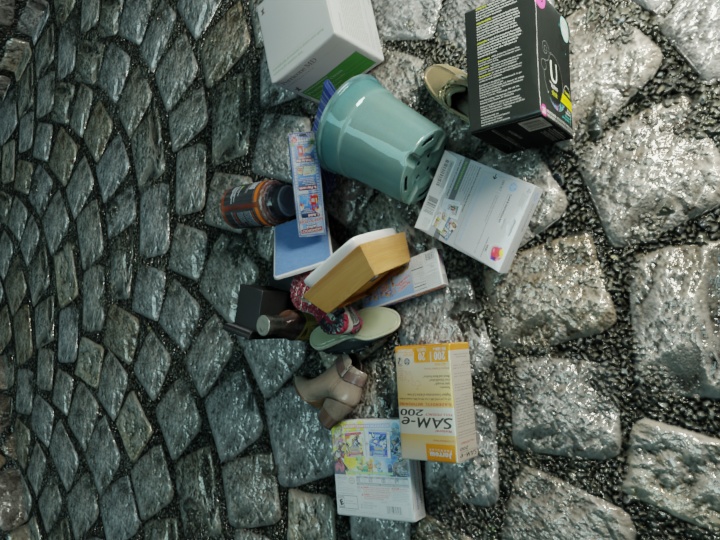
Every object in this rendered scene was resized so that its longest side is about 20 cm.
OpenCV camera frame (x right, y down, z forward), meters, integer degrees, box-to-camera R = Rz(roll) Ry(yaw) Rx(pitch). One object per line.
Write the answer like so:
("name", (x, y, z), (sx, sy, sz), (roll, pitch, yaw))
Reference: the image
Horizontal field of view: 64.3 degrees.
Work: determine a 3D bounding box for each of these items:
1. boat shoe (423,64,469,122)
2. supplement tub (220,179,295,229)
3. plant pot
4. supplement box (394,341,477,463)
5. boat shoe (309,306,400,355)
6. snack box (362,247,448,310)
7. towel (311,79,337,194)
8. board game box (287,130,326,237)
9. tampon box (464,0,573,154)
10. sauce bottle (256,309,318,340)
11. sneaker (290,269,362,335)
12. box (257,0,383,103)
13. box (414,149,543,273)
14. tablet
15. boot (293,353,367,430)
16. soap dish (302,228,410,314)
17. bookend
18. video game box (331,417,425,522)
("boat shoe", (0.179, -0.326, 1.057), (0.073, 0.064, 0.201), (-53, 57, 23))
("supplement tub", (-0.236, -0.156, 1.363), (0.197, 0.106, 0.110), (-1, 86, 40))
("plant pot", (0.051, -0.238, 1.088), (0.195, 0.199, 0.203), (34, 107, 27))
("supplement box", (0.135, 0.236, 1.040), (0.124, 0.073, 0.205), (-10, 80, 39))
("boat shoe", (-0.003, 0.133, 1.168), (0.195, 0.066, 0.076), (-20, 50, 13))
("snack box", (0.081, 0.022, 1.135), (0.197, 0.024, 0.074), (-22, 72, 37))
("towel", (-0.072, -0.287, 1.239), (0.146, 0.023, 0.202), (62, 146, 30))
("board game box", (-0.113, -0.177, 1.203), (0.200, 0.060, 0.205), (-134, 39, -81))
("tampon box", (0.260, -0.318, 0.934), (0.124, 0.148, 0.205), (-5, 83, 39))
("sauce bottle", (-0.131, 0.114, 1.192), (0.065, 0.198, 0.068), (-2, 86, 40))
("sneaker", (-0.075, 0.066, 1.156), (0.200, 0.074, 0.082), (46, 110, 38))
("box", (-0.087, -0.509, 1.225), (0.197, 0.169, 0.205), (-23, 72, 36))
("box", (0.207, -0.110, 1.032), (0.198, 0.041, 0.159), (31, 106, 38))
("tablet", (-0.124, -0.058, 1.222), (0.127, 0.014, 0.202), (-17, 37, 4))
("boot", (-0.060, 0.232, 1.214), (0.148, 0.070, 0.200), (-58, 41, 6))
("soap dish", (0.000, 0.000, 1.074), (0.157, 0.199, 0.082), (-40, 81, 27))
("bookend", (-0.180, 0.040, 1.240), (0.091, 0.198, 0.204), (12, 94, 38))
("video game box", (0.030, 0.389, 1.134), (0.197, 0.046, 0.187), (-13, 80, 38))
